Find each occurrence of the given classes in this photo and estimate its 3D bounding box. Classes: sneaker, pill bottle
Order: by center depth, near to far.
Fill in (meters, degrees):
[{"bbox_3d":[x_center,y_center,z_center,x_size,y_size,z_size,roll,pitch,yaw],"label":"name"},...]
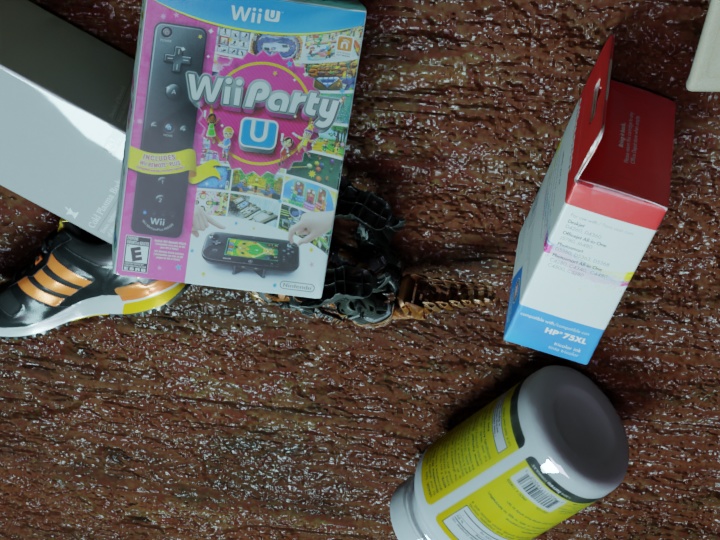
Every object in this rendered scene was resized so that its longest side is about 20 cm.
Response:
[{"bbox_3d":[-0.232,-0.007,1.267,0.198,0.070,0.091,-10,115,21],"label":"sneaker"},{"bbox_3d":[0.117,0.171,1.313,0.112,0.113,0.200,35,131,-20],"label":"pill bottle"}]

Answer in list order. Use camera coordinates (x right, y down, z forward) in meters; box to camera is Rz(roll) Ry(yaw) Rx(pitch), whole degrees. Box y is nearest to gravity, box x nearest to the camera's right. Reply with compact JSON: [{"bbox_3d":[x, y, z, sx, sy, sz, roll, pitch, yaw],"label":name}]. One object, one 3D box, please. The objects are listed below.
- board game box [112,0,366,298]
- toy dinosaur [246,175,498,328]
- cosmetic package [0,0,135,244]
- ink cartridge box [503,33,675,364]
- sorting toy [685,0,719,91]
[{"bbox_3d":[-0.085,-0.092,1.071,0.146,0.064,0.202,6,107,-9],"label":"board game box"},{"bbox_3d":[0.000,0.000,1.211,0.198,0.103,0.136,-12,154,5],"label":"toy dinosaur"},{"bbox_3d":[-0.219,-0.111,1.142,0.199,0.091,0.107,25,131,-16],"label":"cosmetic package"},{"bbox_3d":[0.163,-0.047,1.092,0.067,0.117,0.201,17,135,-2],"label":"ink cartridge box"},{"bbox_3d":[0.305,-0.165,0.954,0.183,0.037,0.201,0,147,-3],"label":"sorting toy"}]
